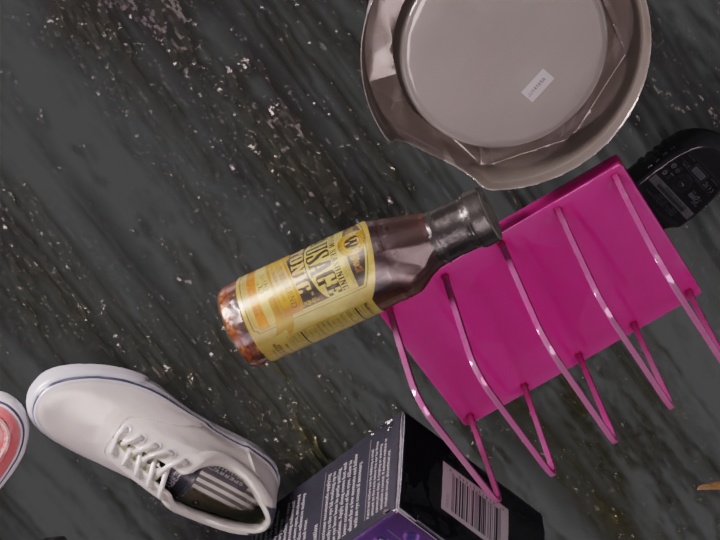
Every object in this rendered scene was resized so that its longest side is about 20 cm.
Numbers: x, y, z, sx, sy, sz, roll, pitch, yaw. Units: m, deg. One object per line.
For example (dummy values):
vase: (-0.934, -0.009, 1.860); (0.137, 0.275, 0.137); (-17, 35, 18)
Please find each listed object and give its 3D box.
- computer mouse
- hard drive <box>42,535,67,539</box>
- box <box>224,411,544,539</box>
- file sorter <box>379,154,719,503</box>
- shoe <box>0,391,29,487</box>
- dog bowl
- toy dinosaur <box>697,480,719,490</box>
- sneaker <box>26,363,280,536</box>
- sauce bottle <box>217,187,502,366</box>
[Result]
computer mouse: (0.179, -0.035, 1.634); (0.200, 0.034, 0.059); (-36, 126, 13)
hard drive: (-0.281, 0.282, 1.610); (0.200, 0.038, 0.140); (-17, 90, -34)
box: (0.012, 0.220, 1.642); (0.148, 0.104, 0.200); (37, 122, -23)
file sorter: (0.137, 0.049, 1.586); (0.200, 0.126, 0.139); (-30, 127, 10)
shoe: (-0.315, 0.164, 1.587); (0.200, 0.091, 0.072); (-37, 99, 8)
dog bowl: (0.093, -0.156, 1.545); (0.200, 0.059, 0.200); (-4, 115, -8)
toy dinosaur: (0.360, 0.124, 1.730); (0.106, 0.060, 0.200); (42, 96, 1)
sneaker: (-0.141, 0.127, 1.620); (0.200, 0.071, 0.073); (23, 108, -19)
sauce bottle: (0.000, 0.000, 1.580); (0.200, 0.066, 0.066); (-26, 116, 10)
